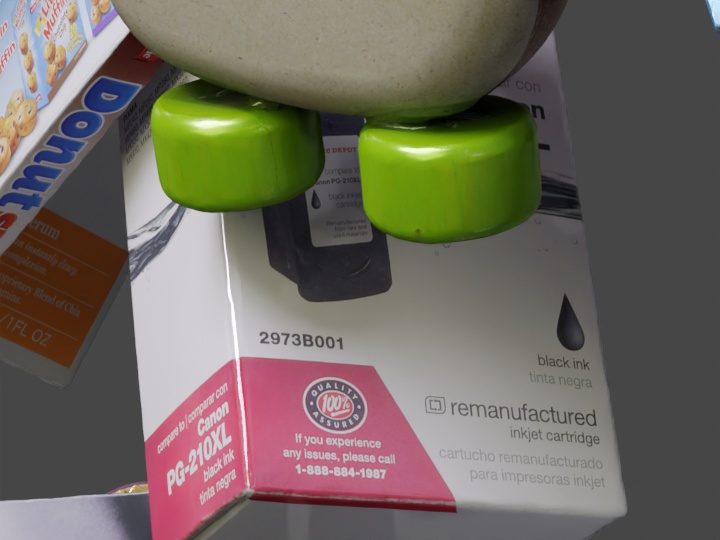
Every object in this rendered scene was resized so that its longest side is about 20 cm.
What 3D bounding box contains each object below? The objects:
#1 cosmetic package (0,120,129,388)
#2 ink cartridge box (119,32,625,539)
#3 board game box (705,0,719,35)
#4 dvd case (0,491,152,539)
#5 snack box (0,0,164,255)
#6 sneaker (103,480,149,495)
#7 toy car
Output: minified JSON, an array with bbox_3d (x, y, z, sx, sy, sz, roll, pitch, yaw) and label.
[{"bbox_3d":[-0.124,-0.065,1.054,0.071,0.101,0.201,26,88,40],"label":"cosmetic package"},{"bbox_3d":[0.000,0.000,0.909,0.084,0.144,0.201,-42,48,53],"label":"ink cartridge box"},{"bbox_3d":[0.223,-0.107,0.790,0.195,0.200,0.056,-23,67,23],"label":"board game box"},{"bbox_3d":[-0.118,0.156,0.934,0.198,0.016,0.150,-3,72,-16],"label":"dvd case"},{"bbox_3d":[-0.115,-0.068,0.925,0.200,0.024,0.072,-45,47,39],"label":"snack box"},{"bbox_3d":[-0.121,0.170,0.988,0.075,0.090,0.201,34,65,-3],"label":"sneaker"},{"bbox_3d":[0.027,-0.124,0.827,0.157,0.200,0.165,9,116,33],"label":"toy car"}]
